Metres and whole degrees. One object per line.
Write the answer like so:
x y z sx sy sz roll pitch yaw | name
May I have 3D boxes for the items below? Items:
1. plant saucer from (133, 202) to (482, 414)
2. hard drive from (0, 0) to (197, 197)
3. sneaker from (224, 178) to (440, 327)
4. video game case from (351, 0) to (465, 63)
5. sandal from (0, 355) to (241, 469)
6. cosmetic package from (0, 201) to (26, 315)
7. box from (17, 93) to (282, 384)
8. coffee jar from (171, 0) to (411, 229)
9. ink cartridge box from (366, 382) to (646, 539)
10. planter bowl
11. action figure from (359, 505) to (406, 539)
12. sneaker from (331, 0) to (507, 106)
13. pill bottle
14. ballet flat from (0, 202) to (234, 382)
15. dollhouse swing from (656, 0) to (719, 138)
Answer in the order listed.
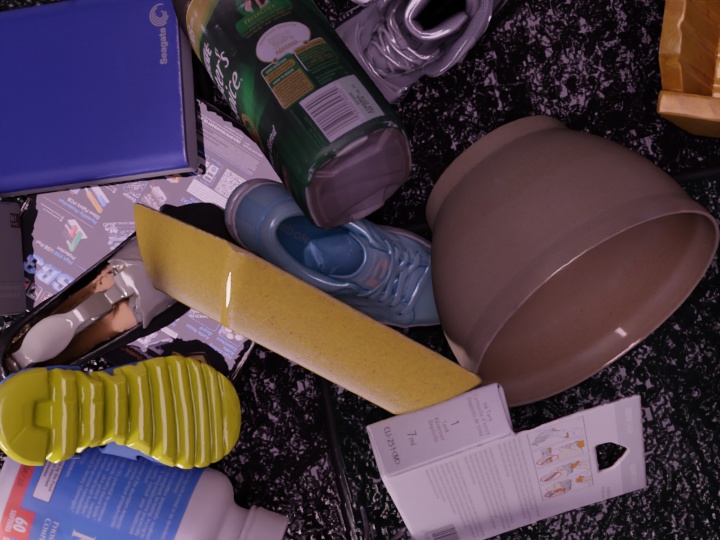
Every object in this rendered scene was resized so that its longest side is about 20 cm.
-0.047 0.031 1.146 0.199 0.200 0.049 28 87 -27 | plant saucer
-0.216 -0.124 1.245 0.199 0.025 0.133 -7 80 14 | hard drive
0.000 0.000 1.225 0.199 0.082 0.074 19 99 -26 | sneaker
0.045 -0.283 1.274 0.181 0.024 0.201 30 93 1 | video game case
-0.174 0.096 1.201 0.199 0.087 0.080 8 82 -35 | sandal
-0.343 -0.002 1.217 0.199 0.107 0.091 -2 90 14 | cosmetic package
-0.142 -0.025 1.275 0.199 0.050 0.199 31 93 0 | box
-0.050 -0.131 1.172 0.085 0.104 0.200 -31 64 -7 | coffee jar
0.105 0.128 1.199 0.173 0.200 0.044 -19 64 1 | ink cartridge box
0.127 -0.020 1.210 0.200 0.200 0.135 -36 63 2 | planter bowl
-0.024 0.269 1.254 0.118 0.102 0.201 26 83 7 | action figure
0.021 -0.158 1.216 0.200 0.115 0.075 -38 96 19 | sneaker
-0.157 0.182 1.248 0.199 0.112 0.113 19 92 2 | pill bottle
-0.172 0.024 1.220 0.200 0.068 0.068 -37 91 2 | ballet flat
0.316 -0.189 1.205 0.175 0.182 0.201 9 91 22 | dollhouse swing
